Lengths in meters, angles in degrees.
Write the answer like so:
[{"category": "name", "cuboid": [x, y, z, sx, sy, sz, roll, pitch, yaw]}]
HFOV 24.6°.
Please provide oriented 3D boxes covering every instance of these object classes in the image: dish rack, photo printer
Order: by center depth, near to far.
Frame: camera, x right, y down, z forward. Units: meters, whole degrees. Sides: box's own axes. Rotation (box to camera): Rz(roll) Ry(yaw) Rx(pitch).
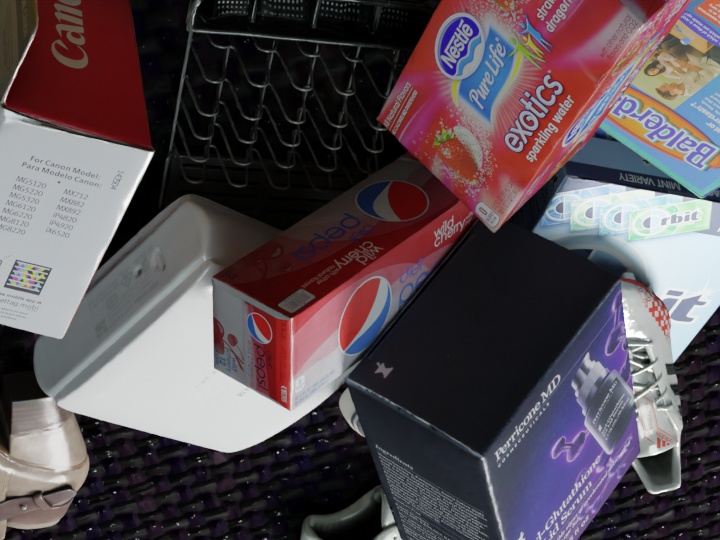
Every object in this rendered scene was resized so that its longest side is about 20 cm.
[{"category": "dish rack", "cuboid": [-0.045, -0.094, 1.012, 0.152, 0.055, 0.201, 4, 129, -16]}, {"category": "photo printer", "cuboid": [-0.086, 0.044, 1.075, 0.166, 0.070, 0.199, -39, 143, 23]}]

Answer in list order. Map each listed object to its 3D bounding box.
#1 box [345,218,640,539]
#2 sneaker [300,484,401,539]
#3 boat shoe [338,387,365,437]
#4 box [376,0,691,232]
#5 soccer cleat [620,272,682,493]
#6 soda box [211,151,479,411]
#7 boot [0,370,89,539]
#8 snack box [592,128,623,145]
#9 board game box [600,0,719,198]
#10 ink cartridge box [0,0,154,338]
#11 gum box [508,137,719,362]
[{"category": "box", "cuboid": [0.089, 0.092, 1.028, 0.148, 0.104, 0.201, -49, 147, -22]}, {"category": "sneaker", "cuboid": [0.048, 0.201, 1.273, 0.198, 0.074, 0.089, -14, 134, -2]}, {"category": "boat shoe", "cuboid": [0.060, 0.126, 1.155, 0.074, 0.093, 0.200, -38, 153, 15]}, {"category": "box", "cuboid": [0.098, -0.126, 0.888, 0.095, 0.100, 0.200, -41, 171, -34]}, {"category": "soccer cleat", "cuboid": [0.188, 0.078, 1.124, 0.068, 0.086, 0.201, -15, 141, 8]}, {"category": "soda box", "cuboid": [0.000, 0.000, 0.986, 0.199, 0.063, 0.071, -34, 138, -40]}, {"category": "boot", "cuboid": [-0.285, 0.133, 1.136, 0.198, 0.071, 0.147, 2, 131, -15]}, {"category": "snack box", "cuboid": [0.197, -0.081, 1.096, 0.072, 0.024, 0.199, -36, 131, 27]}, {"category": "board game box", "cuboid": [0.201, -0.133, 0.933, 0.151, 0.045, 0.200, 32, 148, -14]}, {"category": "ink cartridge box", "cuboid": [-0.170, -0.100, 0.876, 0.083, 0.201, 0.176, 15, 126, -25]}, {"category": "gum box", "cuboid": [0.168, 0.000, 1.129, 0.168, 0.045, 0.201, 8, 138, -19]}]
